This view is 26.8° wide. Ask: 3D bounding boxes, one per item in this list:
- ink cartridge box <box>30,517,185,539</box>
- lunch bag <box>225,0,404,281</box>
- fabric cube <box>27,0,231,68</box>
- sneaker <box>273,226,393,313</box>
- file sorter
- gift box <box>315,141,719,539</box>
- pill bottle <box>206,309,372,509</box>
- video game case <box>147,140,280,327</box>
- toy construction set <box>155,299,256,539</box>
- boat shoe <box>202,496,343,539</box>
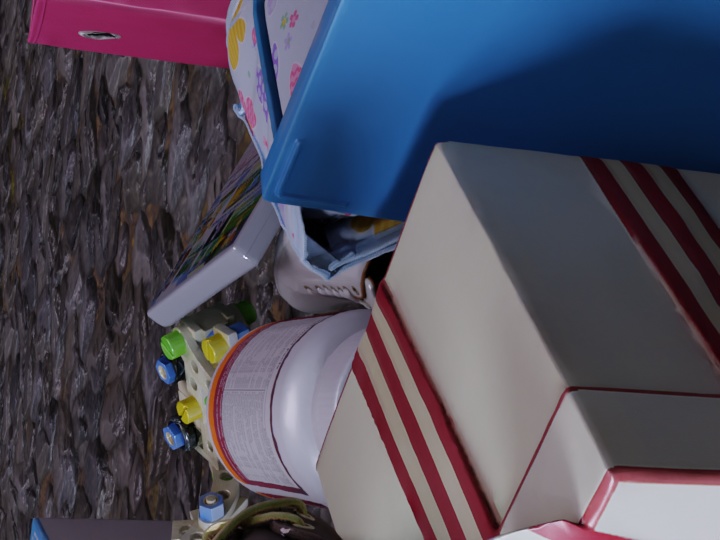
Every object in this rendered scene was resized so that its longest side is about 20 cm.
[{"bbox_3d":[-0.183,0.311,1.166,0.147,0.145,0.202,-152,69,-66],"label":"ink cartridge box"},{"bbox_3d":[0.017,-0.117,0.768,0.200,0.127,0.170,-49,37,22],"label":"lunch bag"},{"bbox_3d":[-0.110,-0.245,1.005,0.196,0.197,0.202,-177,94,-75],"label":"fabric cube"},{"bbox_3d":[0.000,0.000,0.879,0.200,0.072,0.085,138,135,-57],"label":"sneaker"},{"bbox_3d":[0.071,-0.103,0.569,0.139,0.198,0.123,117,153,-42],"label":"file sorter"},{"bbox_3d":[0.082,0.084,0.508,0.187,0.198,0.186,-115,31,-48],"label":"gift box"},{"bbox_3d":[-0.009,0.078,0.836,0.200,0.109,0.111,169,105,-67],"label":"pill bottle"},{"bbox_3d":[-0.066,-0.058,1.013,0.183,0.022,0.200,-61,14,-23],"label":"video game case"},{"bbox_3d":[-0.096,0.109,1.088,0.131,0.092,0.202,34,123,42],"label":"toy construction set"},{"bbox_3d":[-0.030,0.107,0.481,0.200,0.071,0.060,93,163,-75],"label":"boat shoe"}]
